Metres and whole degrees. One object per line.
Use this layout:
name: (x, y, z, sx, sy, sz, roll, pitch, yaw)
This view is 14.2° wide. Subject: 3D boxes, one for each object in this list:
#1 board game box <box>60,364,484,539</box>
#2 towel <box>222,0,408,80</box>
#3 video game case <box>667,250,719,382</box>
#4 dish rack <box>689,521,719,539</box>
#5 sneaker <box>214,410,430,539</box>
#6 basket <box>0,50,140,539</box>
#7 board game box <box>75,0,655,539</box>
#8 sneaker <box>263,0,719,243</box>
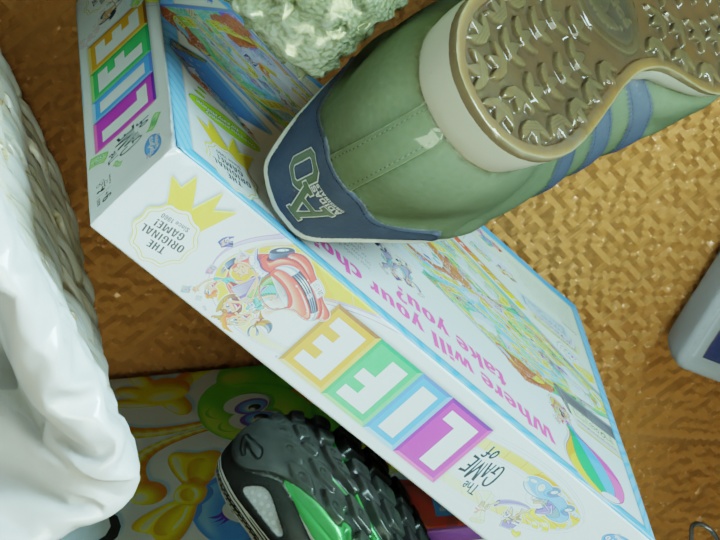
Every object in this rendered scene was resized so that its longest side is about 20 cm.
board game box: (-0.056, 0.101, 0.932, 0.200, 0.105, 0.103, -6, 121, -6)
towel: (-0.024, -0.165, 0.760, 0.148, 0.036, 0.200, -38, 83, 17)
video game case: (0.226, -0.022, 0.946, 0.182, 0.022, 0.200, 20, 117, -19)
dish rack: (0.159, 0.130, 1.005, 0.153, 0.055, 0.200, 25, 127, -20)
sneaker: (-0.007, 0.130, 0.850, 0.085, 0.078, 0.200, -16, 121, 2)
basket: (-0.189, -0.012, 0.811, 0.198, 0.161, 0.200, -22, 121, 6)
board game box: (0.000, 0.000, 0.861, 0.034, 0.135, 0.200, -41, 117, 17)
sneaker: (0.042, -0.055, 0.827, 0.090, 0.200, 0.067, -28, 90, 32)
